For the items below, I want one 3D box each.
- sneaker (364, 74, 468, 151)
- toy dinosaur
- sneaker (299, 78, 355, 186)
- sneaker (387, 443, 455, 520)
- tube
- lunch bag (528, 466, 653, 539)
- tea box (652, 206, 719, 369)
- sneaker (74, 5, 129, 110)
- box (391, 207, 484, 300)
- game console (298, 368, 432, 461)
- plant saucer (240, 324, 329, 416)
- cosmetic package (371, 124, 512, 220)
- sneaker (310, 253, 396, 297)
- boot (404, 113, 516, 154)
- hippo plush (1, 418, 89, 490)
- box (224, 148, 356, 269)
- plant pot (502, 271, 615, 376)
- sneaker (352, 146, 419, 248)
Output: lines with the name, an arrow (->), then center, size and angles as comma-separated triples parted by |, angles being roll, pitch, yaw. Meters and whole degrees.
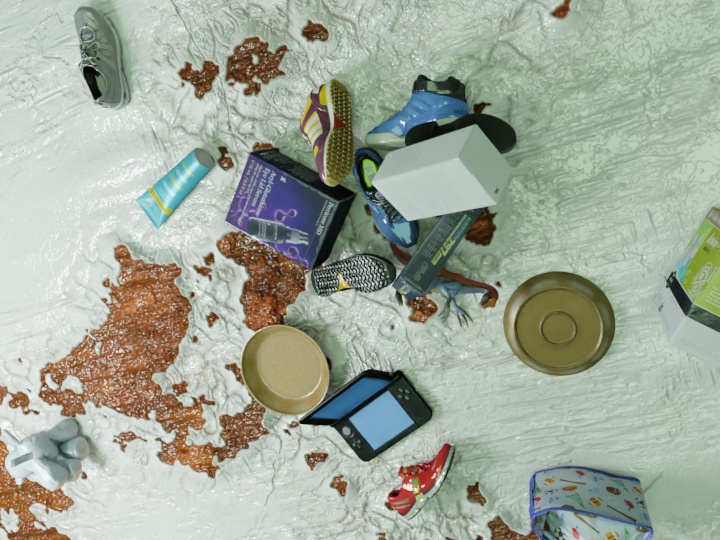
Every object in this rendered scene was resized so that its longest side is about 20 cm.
sneaker -> 0.095, -0.278, 1.145 | 0.198, 0.076, 0.113 | -5, 84, 36
toy dinosaur -> 0.154, 0.024, 1.192 | 0.180, 0.105, 0.202 | -13, 99, 17
sneaker -> -0.064, -0.237, 1.174 | 0.090, 0.075, 0.202 | -14, 65, 39
sneaker -> 0.119, 0.420, 1.327 | 0.085, 0.077, 0.201 | 37, 111, 10
tube -> -0.378, -0.170, 1.333 | 0.199, 0.050, 0.078 | -37, 85, 27
lunch bag -> 0.407, 0.444, 1.194 | 0.198, 0.170, 0.125 | 12, 103, 12
tea box -> 0.572, 0.029, 1.013 | 0.133, 0.200, 0.198 | 28, 110, 8
sneaker -> -0.515, -0.417, 1.283 | 0.074, 0.082, 0.202 | -14, 100, 20
box -> 0.134, -0.046, 1.109 | 0.051, 0.158, 0.201 | 35, 83, 3
game console -> 0.012, 0.293, 1.300 | 0.200, 0.116, 0.176 | -39, 91, 23
plant saucer -> -0.154, 0.204, 1.369 | 0.198, 0.035, 0.202 | 4, 106, 15
cosmetic package -> 0.122, -0.146, 1.016 | 0.101, 0.072, 0.199 | 42, 153, -28
sneaker -> 0.000, 0.000, 1.212 | 0.199, 0.090, 0.071 | -10, 100, 43
boot -> 0.178, -0.181, 1.100 | 0.198, 0.174, 0.070 | 6, 68, 29
hippo plush -> -0.763, 0.459, 1.551 | 0.160, 0.199, 0.160 | -34, 72, 30
box -> -0.131, -0.119, 1.237 | 0.199, 0.104, 0.149 | 27, 110, 9
plant pot -> 0.359, 0.102, 1.191 | 0.198, 0.027, 0.202 | 4, 105, 16
sneaker -> 0.040, -0.127, 1.184 | 0.078, 0.089, 0.201 | -31, 98, 10
